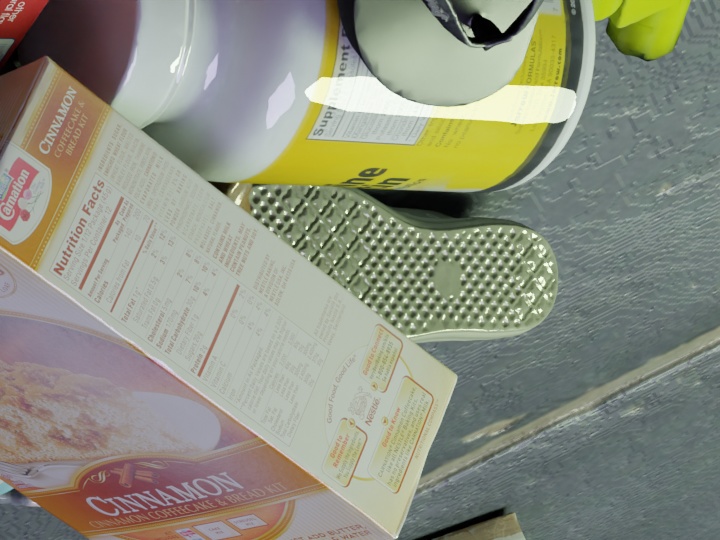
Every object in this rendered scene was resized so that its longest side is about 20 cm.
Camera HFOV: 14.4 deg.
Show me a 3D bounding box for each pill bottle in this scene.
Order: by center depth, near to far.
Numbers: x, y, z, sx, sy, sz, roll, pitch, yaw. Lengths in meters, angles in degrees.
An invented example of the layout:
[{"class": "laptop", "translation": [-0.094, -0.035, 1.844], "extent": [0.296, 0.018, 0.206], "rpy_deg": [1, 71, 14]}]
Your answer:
[{"class": "pill bottle", "translation": [-0.020, -0.086, 1.031], "extent": [0.199, 0.112, 0.112], "rpy_deg": [1, 144, -38]}]

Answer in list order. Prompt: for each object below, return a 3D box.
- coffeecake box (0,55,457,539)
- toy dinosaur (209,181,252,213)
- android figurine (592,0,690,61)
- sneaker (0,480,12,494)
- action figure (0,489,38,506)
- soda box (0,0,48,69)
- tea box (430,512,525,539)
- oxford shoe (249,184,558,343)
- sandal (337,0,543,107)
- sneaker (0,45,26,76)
[{"class": "coffeecake box", "translation": [-0.092, 0.025, 1.014], "extent": [0.200, 0.073, 0.153], "rpy_deg": [38, 148, -27]}, {"class": "toy dinosaur", "translation": [-0.059, -0.026, 1.114], "extent": [0.200, 0.060, 0.106], "rpy_deg": [-59, -175, 17]}, {"class": "android figurine", "translation": [0.154, -0.159, 1.098], "extent": [0.182, 0.041, 0.200], "rpy_deg": [-22, 155, -21]}, {"class": "sneaker", "translation": [-0.234, 0.050, 1.168], "extent": [0.199, 0.080, 0.131], "rpy_deg": [-20, 134, 29]}, {"class": "action figure", "translation": [-0.233, 0.132, 1.311], "extent": [0.149, 0.134, 0.200], "rpy_deg": [28, 122, -3]}, {"class": "soda box", "translation": [-0.110, -0.147, 0.900], "extent": [0.063, 0.070, 0.200], "rpy_deg": [1, 145, -39]}, {"class": "tea box", "translation": [0.022, 0.266, 1.666], "extent": [0.199, 0.134, 0.197], "rpy_deg": [-19, 153, -10]}, {"class": "oxford shoe", "translation": [0.000, 0.000, 1.259], "extent": [0.199, 0.076, 0.058], "rpy_deg": [5, 177, -40]}, {"class": "sandal", "translation": [0.034, -0.117, 0.915], "extent": [0.076, 0.043, 0.200], "rpy_deg": [-23, 147, -16]}, {"class": "sneaker", "translation": [-0.147, -0.033, 1.075], "extent": [0.087, 0.076, 0.200], "rpy_deg": [-17, 153, 0]}]
